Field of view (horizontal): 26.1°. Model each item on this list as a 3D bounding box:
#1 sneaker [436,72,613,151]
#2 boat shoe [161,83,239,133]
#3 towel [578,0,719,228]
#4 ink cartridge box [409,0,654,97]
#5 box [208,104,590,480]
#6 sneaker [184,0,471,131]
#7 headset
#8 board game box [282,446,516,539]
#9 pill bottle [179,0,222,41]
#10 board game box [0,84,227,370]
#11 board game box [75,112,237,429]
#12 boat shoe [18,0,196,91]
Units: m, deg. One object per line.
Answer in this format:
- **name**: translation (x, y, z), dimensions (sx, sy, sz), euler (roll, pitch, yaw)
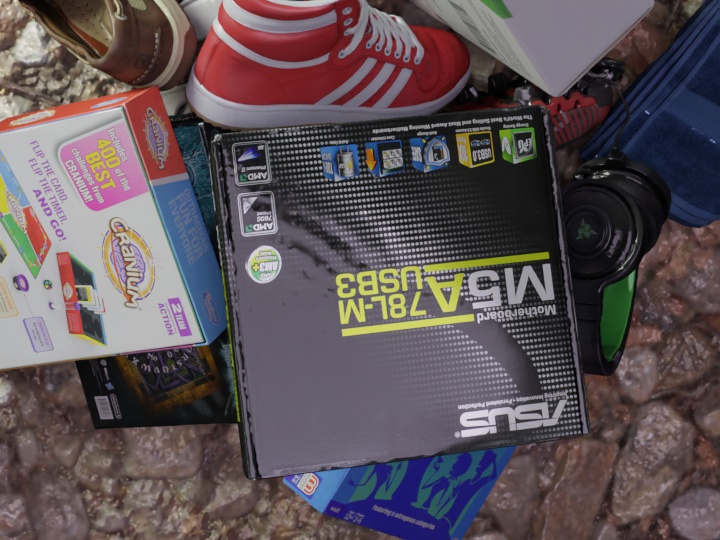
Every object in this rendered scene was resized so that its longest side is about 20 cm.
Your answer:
- **sneaker**: translation (0.078, -0.068, 1.017), dimensions (0.200, 0.071, 0.098), euler (-23, 108, -9)
- **boat shoe**: translation (-0.111, -0.084, 0.994), dimensions (0.199, 0.066, 0.072), euler (-16, 99, -4)
- **towel**: translation (0.238, -0.110, 0.985), dimensions (0.111, 0.049, 0.200), euler (30, 132, -9)
- **ink cartridge box**: translation (0.059, -0.209, 0.912), dimensions (0.084, 0.200, 0.146), euler (-44, 131, -2)
- **box**: translation (0.021, 0.011, 0.885), dimensions (0.199, 0.048, 0.194), euler (-5, 85, -10)
- **sneaker**: translation (-0.001, -0.146, 0.927), dimensions (0.200, 0.071, 0.113), euler (-12, 142, -34)
- **headset**: translation (0.139, -0.034, 0.966), dimensions (0.094, 0.123, 0.201), euler (8, 110, 20)
- **board game box**: translation (0.057, 0.076, 0.999), dimensions (0.152, 0.045, 0.200), euler (27, 94, -49)
- **pill bottle**: translation (-0.103, -0.249, 0.953), dimensions (0.112, 0.112, 0.200), euler (-23, 99, -3)
- **board game box**: translation (-0.190, -0.019, 0.944), dimensions (0.199, 0.040, 0.153), euler (-8, 110, 26)
- **board game box**: translation (-0.129, 0.004, 0.974), dimensions (0.135, 0.028, 0.201), euler (-4, 111, 21)
- **boat shoe**: translation (-0.182, -0.184, 0.923), dimensions (0.202, 0.075, 0.075), euler (41, 115, 27)
